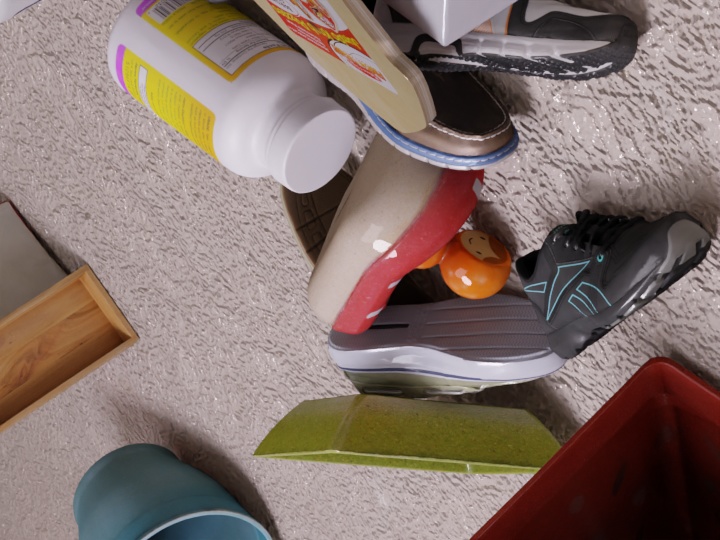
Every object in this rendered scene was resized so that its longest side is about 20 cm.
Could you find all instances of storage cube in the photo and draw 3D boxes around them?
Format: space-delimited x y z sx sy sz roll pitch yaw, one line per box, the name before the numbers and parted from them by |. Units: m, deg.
storage cube | -0.423 0.065 2.181 0.171 0.200 0.180 49 147 12

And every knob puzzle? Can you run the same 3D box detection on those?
knob puzzle | -0.015 -0.157 1.207 0.220 0.030 0.220 42 173 6

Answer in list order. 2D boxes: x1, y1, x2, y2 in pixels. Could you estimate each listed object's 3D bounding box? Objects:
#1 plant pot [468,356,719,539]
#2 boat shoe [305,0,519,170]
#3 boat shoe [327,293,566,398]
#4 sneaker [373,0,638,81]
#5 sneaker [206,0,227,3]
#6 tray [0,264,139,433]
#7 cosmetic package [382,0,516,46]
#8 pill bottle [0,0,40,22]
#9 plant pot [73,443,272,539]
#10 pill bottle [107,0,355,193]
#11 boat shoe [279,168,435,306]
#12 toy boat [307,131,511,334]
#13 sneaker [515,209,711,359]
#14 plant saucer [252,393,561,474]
plant pot | 0.219 0.217 1.321 0.200 0.200 0.176 36 160 33
boat shoe | 0.028 -0.140 1.338 0.200 0.072 0.072 37 147 32
boat shoe | 0.071 0.061 1.466 0.200 0.072 0.062 1 136 33
sneaker | 0.084 -0.163 1.223 0.200 0.074 0.080 11 88 37
sneaker | -0.111 -0.261 1.425 0.078 0.077 0.200 44 153 19
tray | -0.343 0.088 2.064 0.099 0.200 0.037 55 154 0
cosmetic package | 0.025 -0.275 1.135 0.200 0.123 0.199 38 149 27
pill bottle | -0.280 -0.264 1.559 0.111 0.200 0.111 38 149 29
plant pot | -0.216 0.290 2.120 0.188 0.200 0.200 47 157 50
pill bottle | -0.097 -0.139 1.509 0.200 0.104 0.104 38 148 32
boat shoe | 0.000 0.000 1.549 0.200 0.072 0.065 53 165 -7
toy boat | 0.048 -0.022 1.419 0.131 0.131 0.200 23 152 -4
sneaker | 0.156 -0.002 1.285 0.079 0.075 0.200 55 153 5
plant saucer | 0.039 0.128 1.532 0.200 0.200 0.048 162 113 -68
